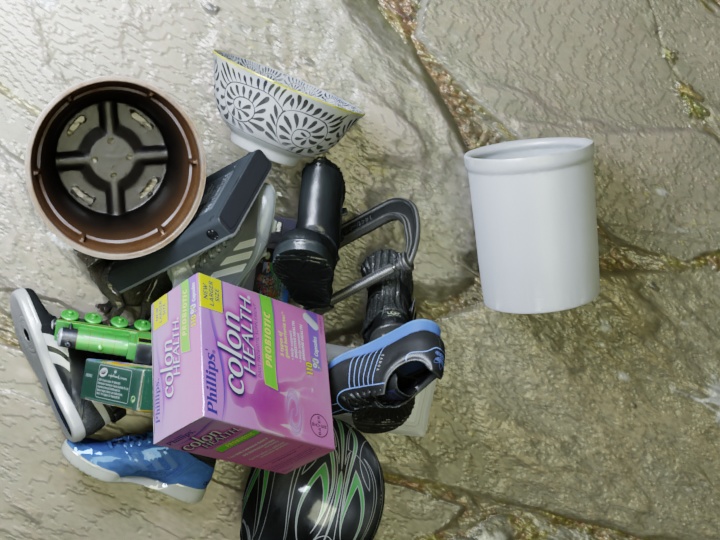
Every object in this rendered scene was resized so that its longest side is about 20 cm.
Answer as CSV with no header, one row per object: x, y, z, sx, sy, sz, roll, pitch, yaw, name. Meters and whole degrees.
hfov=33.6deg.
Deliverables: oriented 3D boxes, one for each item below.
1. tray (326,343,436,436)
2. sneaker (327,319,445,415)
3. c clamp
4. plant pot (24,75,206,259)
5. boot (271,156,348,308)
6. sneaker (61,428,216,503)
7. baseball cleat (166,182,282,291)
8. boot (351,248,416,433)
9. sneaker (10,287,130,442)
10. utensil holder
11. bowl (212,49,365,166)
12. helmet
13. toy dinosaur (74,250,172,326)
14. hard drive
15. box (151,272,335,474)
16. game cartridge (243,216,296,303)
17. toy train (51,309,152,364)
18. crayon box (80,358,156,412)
0.008,0.163,1.616,0.197,0.022,0.109,11,95,-15,tray
0.017,0.135,1.437,0.199,0.078,0.070,-34,126,24,sneaker
0.000,0.000,1.514,0.199,0.172,0.027,-32,135,19,c clamp
-0.291,-0.127,1.406,0.197,0.198,0.204,-2,99,-14,plant pot
-0.055,-0.059,1.448,0.072,0.199,0.165,5,70,6,boot
-0.273,0.218,1.525,0.198,0.077,0.112,21,99,-20,sneaker
-0.169,-0.020,1.427,0.105,0.070,0.202,11,115,-29,baseball cleat
0.032,0.095,1.563,0.078,0.159,0.213,4,132,-11,boot
-0.355,0.103,1.502,0.111,0.073,0.202,-24,92,-31,sneaker
0.229,-0.062,1.563,0.167,0.170,0.203,-11,104,-12,utensil holder
-0.101,-0.186,1.450,0.198,0.201,0.095,19,102,-16,bowl
-0.058,0.291,1.543,0.198,0.201,0.193,19,111,-16,helmet
-0.274,0.023,1.498,0.198,0.077,0.103,19,107,-12,toy dinosaur
-0.204,-0.058,1.416,0.198,0.140,0.033,-23,119,35,hard drive
-0.137,0.124,1.395,0.199,0.096,0.178,21,52,-39,box
-0.152,0.027,1.534,0.128,0.038,0.203,6,97,-27,game cartridge
-0.276,0.086,1.451,0.197,0.057,0.042,8,119,-13,toy train
-0.225,0.146,1.467,0.199,0.125,0.052,13,84,-45,crayon box
